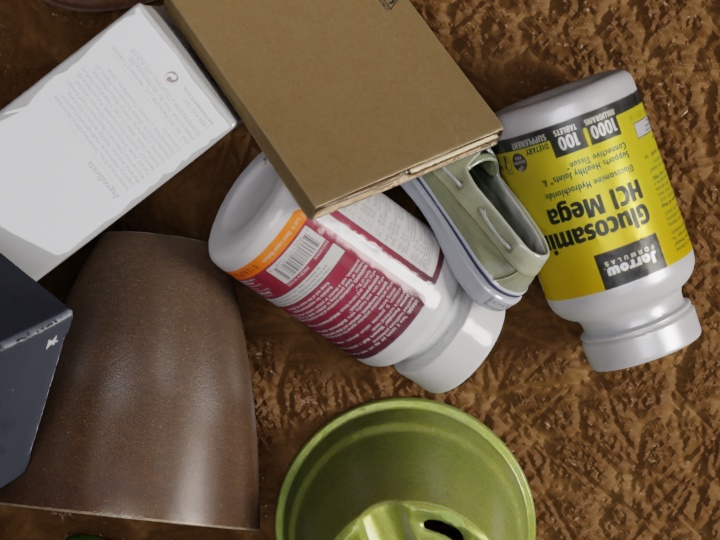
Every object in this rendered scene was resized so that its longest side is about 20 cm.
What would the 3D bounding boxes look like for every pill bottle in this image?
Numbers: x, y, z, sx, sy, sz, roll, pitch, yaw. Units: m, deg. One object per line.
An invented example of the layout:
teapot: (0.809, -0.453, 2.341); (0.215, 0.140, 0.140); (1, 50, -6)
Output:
pill bottle: (0.173, -0.035, 1.333); (0.112, 0.112, 0.200); (-21, 97, 2)
pill bottle: (0.000, 0.000, 1.320); (0.200, 0.110, 0.110); (35, 96, -23)

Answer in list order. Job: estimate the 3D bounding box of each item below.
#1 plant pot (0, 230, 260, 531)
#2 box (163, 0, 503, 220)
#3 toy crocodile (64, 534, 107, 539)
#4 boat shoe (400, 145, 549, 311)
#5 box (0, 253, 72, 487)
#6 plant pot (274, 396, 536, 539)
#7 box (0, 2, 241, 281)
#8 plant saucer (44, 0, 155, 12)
plant pot: (-0.155, 0.077, 1.327); (0.187, 0.187, 0.200); (6, 83, -1)
box: (-0.019, -0.142, 1.286); (0.163, 0.021, 0.200); (-24, 68, -27)
toy crocodile: (-0.170, 0.247, 1.393); (0.200, 0.062, 0.068); (11, 97, -2)
boat shoe: (0.073, -0.065, 1.318); (0.062, 0.072, 0.200); (-44, 64, 30)
box: (-0.304, 0.043, 1.213); (0.200, 0.104, 0.148); (36, 126, 21)
plant pot: (0.035, 0.205, 1.327); (0.200, 0.184, 0.200); (0, 96, 0)
box: (-0.192, -0.087, 1.305); (0.200, 0.152, 0.106); (-37, 96, 4)
plant saucer: (-0.142, -0.250, 1.275); (0.200, 0.200, 0.037); (-27, 74, 3)
